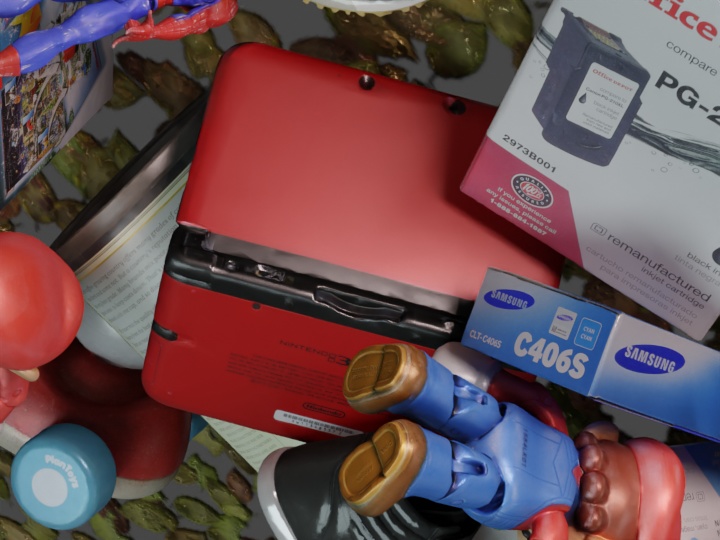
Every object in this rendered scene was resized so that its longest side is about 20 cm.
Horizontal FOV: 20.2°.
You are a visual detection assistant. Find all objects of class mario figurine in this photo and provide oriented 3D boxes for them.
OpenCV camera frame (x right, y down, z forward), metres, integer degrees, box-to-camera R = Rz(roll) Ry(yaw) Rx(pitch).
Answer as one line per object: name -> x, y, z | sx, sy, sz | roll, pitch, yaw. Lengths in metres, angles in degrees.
mario figurine -> 0.070, 0.111, 0.984 | 0.199, 0.124, 0.106 | 26, 177, -30
mario figurine -> -0.226, 0.029, 1.104 | 0.123, 0.106, 0.200 | 41, 159, -5

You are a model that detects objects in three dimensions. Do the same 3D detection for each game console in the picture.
game console -> 0.000, 0.000, 1.069 | 0.199, 0.119, 0.173 | 15, 136, -2

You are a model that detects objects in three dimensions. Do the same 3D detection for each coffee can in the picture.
coffee can -> -0.061, 0.013, 1.157 | 0.200, 0.147, 0.146 | 46, 141, -10

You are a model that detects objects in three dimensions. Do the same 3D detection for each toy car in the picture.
toy car -> -0.165, 0.026, 1.276 | 0.176, 0.184, 0.201 | 30, 112, 11

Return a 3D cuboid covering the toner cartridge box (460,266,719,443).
toner cartridge box -> 0.153, 0.053, 1.004 | 0.199, 0.043, 0.095 | 20, 180, -41

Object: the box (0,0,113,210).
box -> -0.189, -0.138, 1.118 | 0.038, 0.137, 0.201 | 26, 140, 16

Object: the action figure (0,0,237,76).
action figure -> -0.125, -0.141, 1.030 | 0.066, 0.199, 0.052 | 64, 151, 11

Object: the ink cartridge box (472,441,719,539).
ink cartridge box -> 0.161, 0.207, 1.113 | 0.125, 0.128, 0.201 | -27, 71, 48

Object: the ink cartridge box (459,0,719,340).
ink cartridge box -> 0.151, -0.083, 0.942 | 0.144, 0.084, 0.200 | 32, 142, 6

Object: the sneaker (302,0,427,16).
sneaker -> -0.036, -0.195, 0.991 | 0.199, 0.075, 0.090 | 21, 141, 18

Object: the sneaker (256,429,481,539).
sneaker -> 0.037, 0.165, 1.070 | 0.099, 0.071, 0.200 | -24, 109, 37
